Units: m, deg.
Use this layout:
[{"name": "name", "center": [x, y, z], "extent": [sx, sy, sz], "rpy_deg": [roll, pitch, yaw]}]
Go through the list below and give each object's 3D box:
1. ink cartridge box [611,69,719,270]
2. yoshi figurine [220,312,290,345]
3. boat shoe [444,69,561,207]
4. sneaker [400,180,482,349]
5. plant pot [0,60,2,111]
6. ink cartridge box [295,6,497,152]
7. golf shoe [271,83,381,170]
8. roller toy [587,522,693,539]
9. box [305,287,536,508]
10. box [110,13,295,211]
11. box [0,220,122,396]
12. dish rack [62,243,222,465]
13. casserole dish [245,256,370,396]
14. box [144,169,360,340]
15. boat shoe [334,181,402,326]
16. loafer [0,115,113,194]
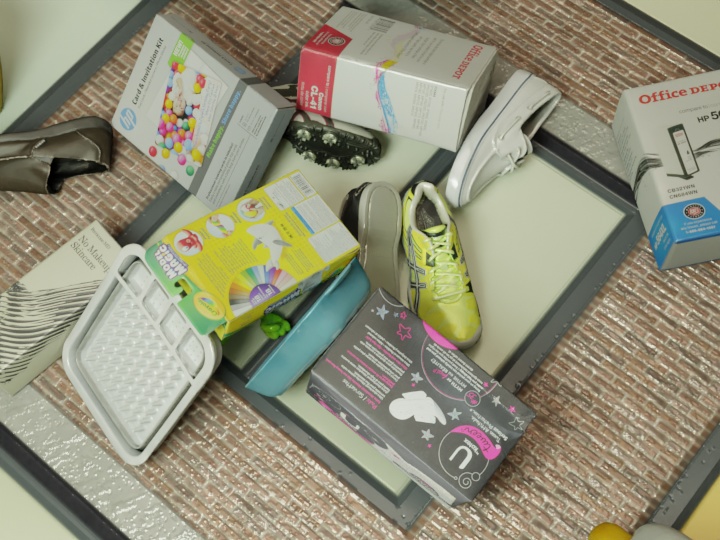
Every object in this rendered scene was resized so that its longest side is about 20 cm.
[{"name": "ink cartridge box", "center": [0.384, -0.117, 1.273], "extent": [0.146, 0.084, 0.200], "rpy_deg": [-12, 67, -1]}, {"name": "yoshi figurine", "center": [-0.129, 0.026, 1.235], "extent": [0.200, 0.112, 0.112], "rpy_deg": [-36, 75, -9]}, {"name": "boat shoe", "center": [0.167, -0.149, 1.308], "extent": [0.065, 0.074, 0.200], "rpy_deg": [27, 72, 19]}, {"name": "sneaker", "center": [0.081, -0.007, 1.249], "extent": [0.075, 0.076, 0.200], "rpy_deg": [-17, 67, -5]}, {"name": "plant pot", "center": [-0.539, -0.217, 1.330], "extent": [0.200, 0.176, 0.200], "rpy_deg": [28, 71, 16]}, {"name": "ink cartridge box", "center": [0.043, -0.225, 1.312], "extent": [0.200, 0.086, 0.148], "rpy_deg": [19, 35, 11]}, {"name": "golf shoe", "center": [-0.065, -0.180, 1.338], "extent": [0.200, 0.077, 0.088], "rpy_deg": [15, 62, 10]}, {"name": "roller toy", "center": [0.287, 0.331, 1.031], "extent": [0.140, 0.200, 0.183], "rpy_deg": [-38, 104, -12]}, {"name": "box", "center": [0.054, 0.135, 1.143], "extent": [0.200, 0.132, 0.115], "rpy_deg": [40, 75, 6]}, {"name": "box", "center": [-0.187, -0.180, 1.313], "extent": [0.200, 0.041, 0.156], "rpy_deg": [40, 118, 19]}, {"name": "box", "center": [-0.343, 0.042, 1.261], "extent": [0.200, 0.068, 0.082], "rpy_deg": [-42, 70, -13]}, {"name": "dish rack", "center": [-0.227, 0.088, 1.194], "extent": [0.172, 0.044, 0.200], "rpy_deg": [50, 121, 20]}, {"name": "casserole dish", "center": [-0.051, 0.066, 1.175], "extent": [0.039, 0.200, 0.121], "rpy_deg": [39, 45, -1]}, {"name": "box", "center": [-0.112, -0.013, 1.158], "extent": [0.200, 0.048, 0.117], "rpy_deg": [-29, 71, -31]}, {"name": "boat shoe", "center": [0.000, 0.000, 1.260], "extent": [0.074, 0.060, 0.200], "rpy_deg": [8, 82, -35]}, {"name": "loafer", "center": [-0.386, -0.124, 1.334], "extent": [0.200, 0.073, 0.071], "rpy_deg": [-19, 66, -4]}]
